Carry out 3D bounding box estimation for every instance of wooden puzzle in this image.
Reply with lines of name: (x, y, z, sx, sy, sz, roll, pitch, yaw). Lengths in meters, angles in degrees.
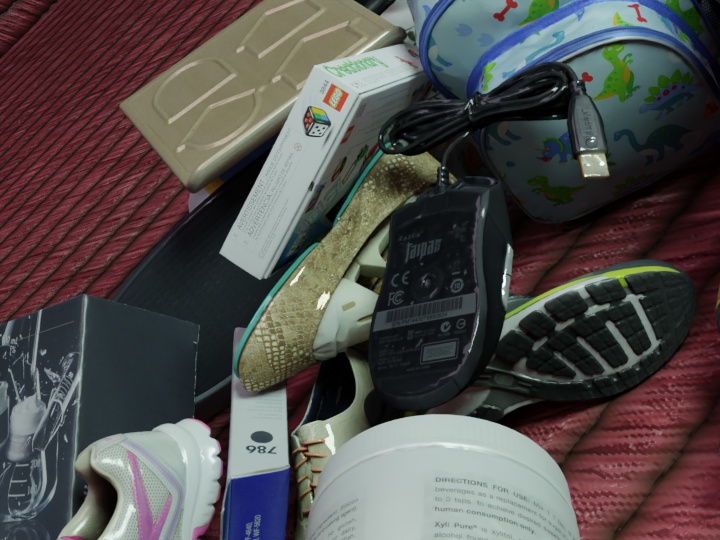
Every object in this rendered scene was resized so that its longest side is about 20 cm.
wooden puzzle: (-0.074, -0.137, 0.869, 0.185, 0.046, 0.200, -37, 33, -6)

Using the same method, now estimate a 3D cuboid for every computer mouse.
computer mouse: (0.074, -0.018, 0.631, 0.140, 0.046, 0.200, -17, 53, 30)

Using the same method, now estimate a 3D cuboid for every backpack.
backpack: (0.132, -0.141, 0.734, 0.183, 0.200, 0.147, -27, 43, 23)

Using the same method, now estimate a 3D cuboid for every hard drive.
hard drive: (-0.088, 0.005, 0.885, 0.200, 0.135, 0.042, -41, -6, 7)

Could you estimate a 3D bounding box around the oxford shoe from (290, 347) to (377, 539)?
oxford shoe: (-0.020, 0.130, 0.688, 0.071, 0.074, 0.200, -25, 33, 28)

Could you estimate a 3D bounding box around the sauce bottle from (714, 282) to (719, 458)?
sauce bottle: (0.209, 0.010, 0.574, 0.066, 0.066, 0.200, -17, 35, 38)

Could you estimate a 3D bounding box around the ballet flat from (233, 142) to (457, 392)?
ballet flat: (0.000, 0.000, 0.720, 0.065, 0.071, 0.200, 25, 65, 19)

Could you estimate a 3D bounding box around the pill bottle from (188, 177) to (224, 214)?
pill bottle: (-0.069, -0.055, 0.964, 0.200, 0.112, 0.112, -42, 28, 0)

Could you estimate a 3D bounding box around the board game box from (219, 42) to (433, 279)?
board game box: (-0.011, -0.076, 0.743, 0.126, 0.035, 0.200, -60, -8, 21)

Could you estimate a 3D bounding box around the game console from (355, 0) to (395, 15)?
game console: (-0.062, -0.162, 0.992, 0.200, 0.031, 0.177, -47, 19, -18)

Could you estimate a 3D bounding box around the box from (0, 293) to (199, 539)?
box: (-0.219, 0.133, 0.833, 0.200, 0.104, 0.182, -18, 64, 39)

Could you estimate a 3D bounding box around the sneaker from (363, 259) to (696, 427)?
sneaker: (0.094, 0.036, 0.677, 0.200, 0.074, 0.081, -22, 26, 22)

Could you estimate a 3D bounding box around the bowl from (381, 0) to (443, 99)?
bowl: (0.078, -0.236, 1.050, 0.201, 0.094, 0.201, -30, 31, 20)

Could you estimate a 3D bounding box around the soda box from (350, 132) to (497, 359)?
soda box: (0.044, -0.016, 0.820, 0.068, 0.064, 0.200, -21, 34, 32)

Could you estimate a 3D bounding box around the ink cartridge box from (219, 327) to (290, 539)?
ink cartridge box: (-0.064, 0.124, 0.712, 0.039, 0.100, 0.200, 4, 26, -5)

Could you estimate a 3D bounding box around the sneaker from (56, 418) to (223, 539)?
sneaker: (-0.141, 0.186, 0.693, 0.081, 0.088, 0.200, -16, 69, 53)

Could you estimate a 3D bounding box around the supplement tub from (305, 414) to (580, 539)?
supplement tub: (0.034, 0.175, 0.498, 0.132, 0.132, 0.200, -28, 31, 25)
